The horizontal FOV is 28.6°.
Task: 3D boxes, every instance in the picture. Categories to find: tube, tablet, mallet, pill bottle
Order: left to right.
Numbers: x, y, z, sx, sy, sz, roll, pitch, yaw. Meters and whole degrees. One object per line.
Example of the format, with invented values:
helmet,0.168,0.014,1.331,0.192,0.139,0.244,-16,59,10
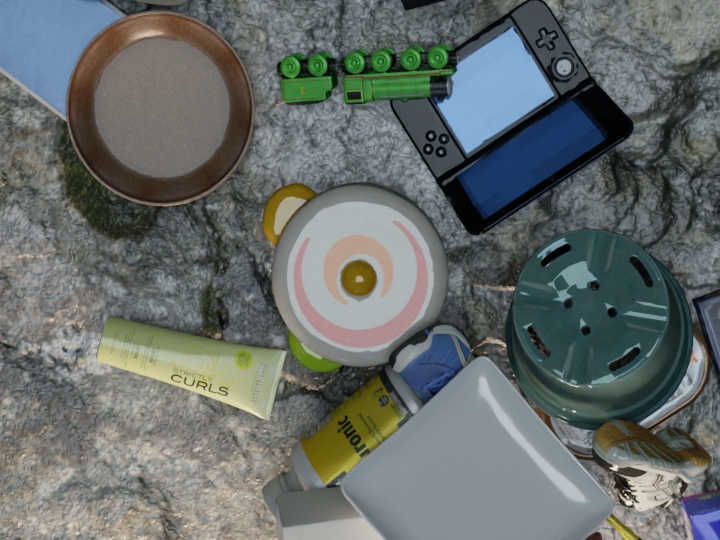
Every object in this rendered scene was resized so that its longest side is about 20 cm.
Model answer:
tablet,-0.314,-0.240,1.508,0.199,0.014,0.131,36,95,-2
tube,-0.183,0.097,1.519,0.197,0.052,0.058,16,136,-4
pill bottle,-0.004,0.200,1.489,0.199,0.111,0.112,-40,93,5
mallet,0.282,0.280,1.480,0.200,0.066,0.041,43,97,19

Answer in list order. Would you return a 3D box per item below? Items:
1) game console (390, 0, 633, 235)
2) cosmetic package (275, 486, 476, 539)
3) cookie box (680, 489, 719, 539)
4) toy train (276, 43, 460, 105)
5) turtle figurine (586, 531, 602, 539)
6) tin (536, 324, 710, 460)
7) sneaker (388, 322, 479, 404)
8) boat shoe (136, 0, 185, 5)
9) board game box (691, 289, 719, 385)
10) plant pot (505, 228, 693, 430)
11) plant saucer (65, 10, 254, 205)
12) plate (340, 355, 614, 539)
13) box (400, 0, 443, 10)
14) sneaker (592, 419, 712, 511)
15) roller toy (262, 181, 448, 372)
game console,0.150,-0.162,1.447,0.199,0.118,0.172,-33,94,4
cosmetic package,0.015,0.278,1.416,0.197,0.081,0.115,-8,107,-9
cookie box,0.446,0.329,1.503,0.169,0.075,0.203,-12,95,3
toy train,0.008,-0.202,1.472,0.197,0.042,0.057,-1,104,14
turtle figurine,0.153,0.311,1.453,0.198,0.194,0.145,28,108,-8
tin,0.282,0.123,1.510,0.199,0.042,0.113,-34,97,4
sneaker,0.098,0.115,1.434,0.075,0.199,0.078,-38,55,15
boat shoe,-0.265,-0.328,1.481,0.197,0.063,0.073,12,131,3
board game box,0.449,0.105,1.503,0.134,0.035,0.203,-20,94,4
plant pot,0.232,0.051,1.399,0.197,0.196,0.204,-2,80,12
plant saucer,-0.210,-0.171,1.491,0.197,0.037,0.204,-1,98,-5
plate,0.112,0.219,1.364,0.199,0.032,0.200,-40,82,-14
box,0.073,-0.374,1.389,0.122,0.200,0.199,-15,94,5
sneaker,0.290,0.211,1.450,0.088,0.199,0.076,-55,51,16
roller toy,0.000,0.000,1.456,0.180,0.140,0.203,-11,94,3
